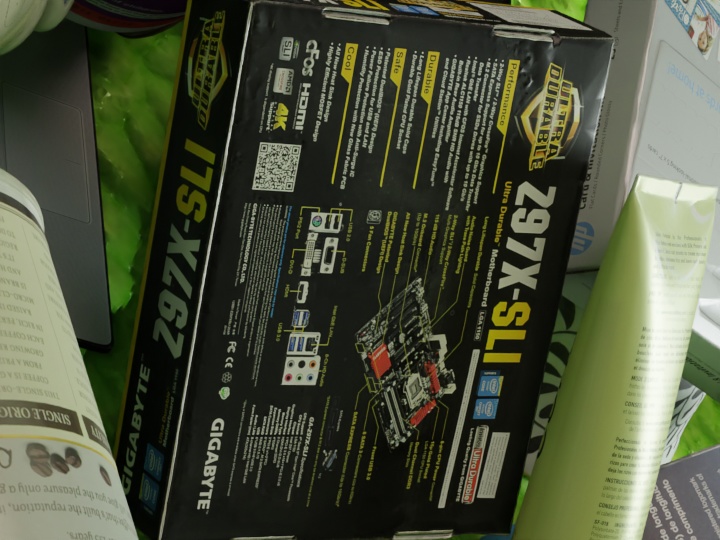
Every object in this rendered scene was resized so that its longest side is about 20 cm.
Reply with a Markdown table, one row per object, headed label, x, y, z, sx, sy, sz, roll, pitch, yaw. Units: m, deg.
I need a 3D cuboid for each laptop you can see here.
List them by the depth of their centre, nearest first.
| label | x | y | z | sx | sy | sz | roll | pitch | yaw |
| --- | --- | --- | --- | --- | --- | --- | --- | --- | --- |
| laptop | -0.151 | -0.097 | 0.835 | 0.199 | 0.116 | 0.189 | 19 | 48 | -35 |

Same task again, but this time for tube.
| label | x | y | z | sx | sy | sz | roll | pitch | yaw |
| --- | --- | --- | --- | --- | --- | --- | --- | --- | --- |
| tube | 0.095 | 0.062 | 0.881 | 0.051 | 0.202 | 0.058 | 13 | 9 | -11 |

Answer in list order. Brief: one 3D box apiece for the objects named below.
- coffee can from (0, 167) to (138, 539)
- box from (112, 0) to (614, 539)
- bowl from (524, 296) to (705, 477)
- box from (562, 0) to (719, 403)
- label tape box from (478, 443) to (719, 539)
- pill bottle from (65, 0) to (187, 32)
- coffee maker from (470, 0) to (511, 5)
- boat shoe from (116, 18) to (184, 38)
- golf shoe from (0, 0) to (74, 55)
| label | x | y | z | sx | sy | sz | roll | pitch | yaw |
| --- | --- | --- | --- | --- | --- | --- | --- | --- | --- |
| coffee can | -0.136 | 0.088 | 0.672 | 0.146 | 0.146 | 0.201 | 4 | 57 | -44 |
| box | 0.000 | 0.000 | 0.841 | 0.159 | 0.202 | 0.049 | 1 | 17 | -34 |
| bowl | 0.106 | -0.007 | 1.044 | 0.200 | 0.094 | 0.202 | 27 | 44 | -29 |
| box | 0.150 | -0.060 | 0.980 | 0.156 | 0.041 | 0.202 | 31 | 61 | -42 |
| label tape box | 0.156 | 0.153 | 0.973 | 0.198 | 0.066 | 0.144 | -18 | 71 | -20 |
| pill bottle | -0.053 | -0.159 | 0.818 | 0.112 | 0.199 | 0.114 | 5 | 80 | -30 |
| coffee maker | 0.023 | -0.114 | 0.967 | 0.135 | 0.191 | 0.201 | 40 | 37 | -41 |
| boat shoe | -0.112 | -0.194 | 0.973 | 0.068 | 0.072 | 0.201 | 40 | 29 | -53 |
| golf shoe | -0.155 | -0.163 | 0.749 | 0.201 | 0.078 | 0.097 | 67 | 21 | -13 |
